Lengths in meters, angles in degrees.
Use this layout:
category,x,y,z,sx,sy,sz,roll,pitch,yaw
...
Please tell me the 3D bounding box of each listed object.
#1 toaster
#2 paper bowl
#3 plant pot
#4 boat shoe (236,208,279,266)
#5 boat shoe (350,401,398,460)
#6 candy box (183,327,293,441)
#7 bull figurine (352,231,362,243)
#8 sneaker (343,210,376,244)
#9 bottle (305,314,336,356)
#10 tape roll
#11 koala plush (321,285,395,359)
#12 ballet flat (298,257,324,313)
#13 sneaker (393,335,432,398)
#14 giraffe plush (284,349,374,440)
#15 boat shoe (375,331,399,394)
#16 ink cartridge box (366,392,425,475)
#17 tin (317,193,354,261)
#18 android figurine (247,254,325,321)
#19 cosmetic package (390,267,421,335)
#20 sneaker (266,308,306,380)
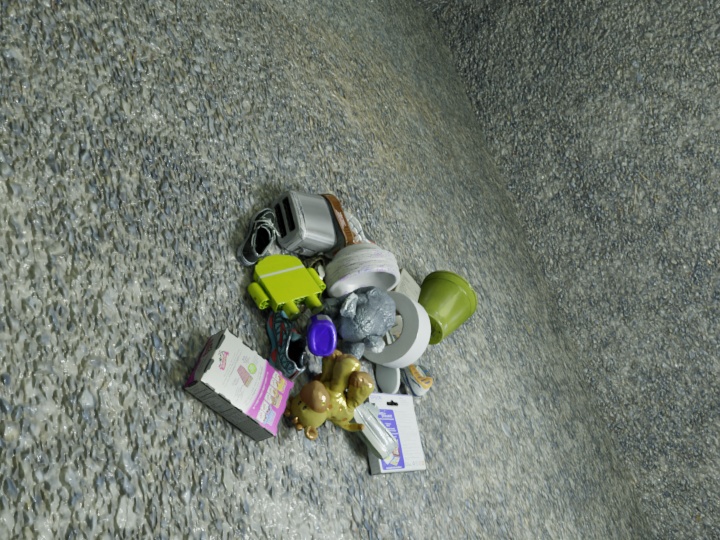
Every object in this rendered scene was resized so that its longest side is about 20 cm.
category,x,y,z,sx,sy,sz,roll,pitch,yaw
toaster,-0.154,-0.132,1.452,0.129,0.114,0.200,9,60,-49
paper bowl,0.000,0.000,1.474,0.201,0.201,0.104,17,50,-48
plant pot,0.248,0.133,1.763,0.200,0.200,0.193,55,44,-10
boat shoe,-0.240,-0.094,1.343,0.074,0.068,0.199,48,35,-21
boat shoe,0.017,0.360,1.330,0.071,0.070,0.201,-34,84,-26
candy box,-0.240,0.233,1.109,0.200,0.061,0.136,46,36,-24
bull figurine,-0.023,-0.065,1.598,0.200,0.065,0.121,53,-1,-25
sneaker,-0.014,-0.104,1.686,0.200,0.077,0.082,51,7,-18
bottle,-0.095,0.146,1.286,0.200,0.065,0.084,-164,-107,-83
tape roll,0.086,0.159,1.480,0.071,0.202,0.203,31,43,-51
koala plush,0.002,0.123,1.355,0.177,0.184,0.200,60,4,1
ballet flat,-0.131,0.034,1.390,0.068,0.075,0.200,54,32,-32
sneaker,0.129,0.280,1.588,0.075,0.088,0.200,-1,43,-30
giraffe plush,-0.088,0.290,1.227,0.162,0.172,0.200,-3,104,-44
boat shoe,0.081,0.251,1.533,0.064,0.071,0.200,27,46,-50
ink cartridge box,0.085,0.426,1.435,0.198,0.043,0.200,19,54,-47
tin,-0.087,-0.120,1.538,0.042,0.112,0.200,-13,76,-47
android figurine,-0.176,0.033,1.296,0.182,0.041,0.200,-17,53,-35
cosmetic package,0.116,0.095,1.696,0.105,0.071,0.200,50,35,-18
sneaker,-0.156,0.157,1.249,0.079,0.095,0.200,25,48,-43
